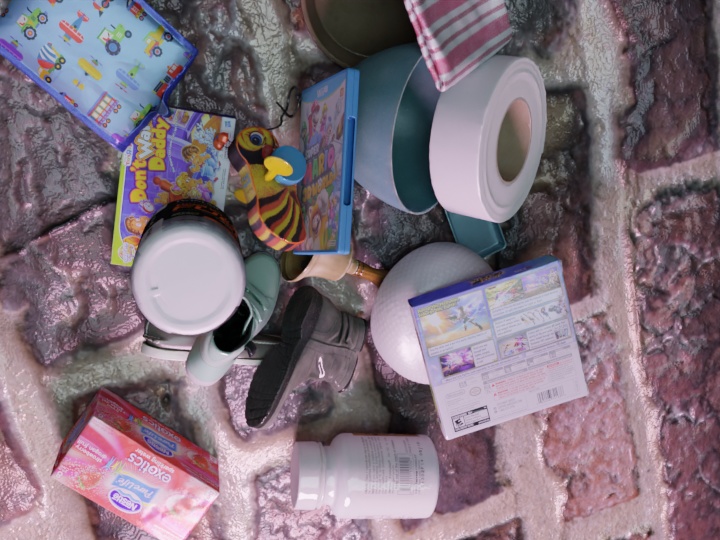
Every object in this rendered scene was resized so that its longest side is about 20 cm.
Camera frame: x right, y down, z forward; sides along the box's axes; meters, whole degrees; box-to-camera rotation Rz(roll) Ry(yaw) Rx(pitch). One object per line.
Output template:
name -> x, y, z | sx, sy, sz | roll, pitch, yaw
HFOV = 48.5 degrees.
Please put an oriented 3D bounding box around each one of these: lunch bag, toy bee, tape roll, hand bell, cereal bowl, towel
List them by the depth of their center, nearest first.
towel -> 0.102, -0.321, 0.891 | 0.146, 0.030, 0.203 | -40, 119, -31
lunch bag -> -0.294, -0.249, 0.917 | 0.199, 0.094, 0.151 | 41, 93, -7
toy bee -> -0.127, -0.125, 0.976 | 0.106, 0.203, 0.132 | 3, 143, -28
tape roll -> 0.165, -0.167, 1.007 | 0.201, 0.070, 0.207 | -27, 124, -50
hand bell -> 0.000, 0.000, 1.079 | 0.197, 0.104, 0.106 | 24, 98, -30
cereal bowl -> 0.117, 0.068, 1.087 | 0.196, 0.083, 0.205 | -11, 114, -24

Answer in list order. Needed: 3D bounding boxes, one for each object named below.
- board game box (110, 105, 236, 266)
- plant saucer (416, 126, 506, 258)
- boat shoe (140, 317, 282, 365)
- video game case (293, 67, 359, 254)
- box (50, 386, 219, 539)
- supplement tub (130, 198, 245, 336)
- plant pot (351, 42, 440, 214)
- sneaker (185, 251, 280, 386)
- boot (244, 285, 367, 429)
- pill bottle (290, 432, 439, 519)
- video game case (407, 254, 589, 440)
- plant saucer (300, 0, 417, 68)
board game box -> -0.236, -0.103, 1.010 | 0.131, 0.045, 0.205 | 7, 102, -14
plant saucer -> 0.140, -0.110, 1.105 | 0.069, 0.019, 0.203 | -24, 107, -5
boat shoe -> -0.186, 0.087, 1.054 | 0.197, 0.072, 0.062 | 6, 93, -20
video game case -> -0.043, -0.122, 0.943 | 0.017, 0.142, 0.205 | 4, 89, -25
box -> -0.294, 0.263, 1.063 | 0.199, 0.095, 0.103 | 38, 95, -18
supplement tub -> -0.194, -0.012, 0.912 | 0.119, 0.200, 0.126 | -3, 105, -11
plant pot -> 0.034, -0.184, 0.988 | 0.132, 0.199, 0.205 | 16, 104, 29
sneaker -> -0.137, 0.043, 0.990 | 0.073, 0.118, 0.203 | 34, 55, -11
boot -> -0.061, 0.133, 1.056 | 0.130, 0.067, 0.203 | 36, 71, -36
pill bottle -> 0.003, 0.288, 1.124 | 0.195, 0.114, 0.117 | 4, 103, -13
video game case -> 0.176, 0.097, 1.020 | 0.196, 0.045, 0.185 | -17, 104, -3
plant saucer -> 0.022, -0.343, 0.985 | 0.195, 0.030, 0.204 | -3, 125, -5
